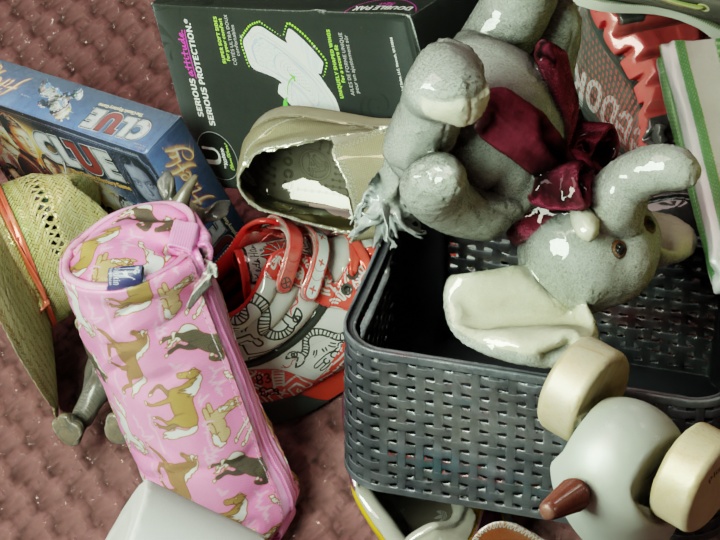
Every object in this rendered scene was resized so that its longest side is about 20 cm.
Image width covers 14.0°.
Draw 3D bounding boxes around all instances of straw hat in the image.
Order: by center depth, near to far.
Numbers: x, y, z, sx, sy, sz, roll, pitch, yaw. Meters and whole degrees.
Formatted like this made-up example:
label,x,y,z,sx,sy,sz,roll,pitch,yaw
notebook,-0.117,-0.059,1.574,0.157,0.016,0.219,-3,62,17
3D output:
label,x,y,z,sx,sy,sz,roll,pitch,yaw
straw hat,-0.187,-0.016,1.752,0.085,0.201,0.201,-25,41,-3

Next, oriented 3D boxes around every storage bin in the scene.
label,x,y,z,sx,sy,sz,roll,pitch,yaw
storage bin,0.099,0.049,1.486,0.200,0.094,0.135,8,37,12

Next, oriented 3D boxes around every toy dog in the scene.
label,x,y,z,sx,sy,sz,roll,pitch,yaw
toy dog,0.112,0.134,1.383,0.132,0.200,0.096,17,40,42

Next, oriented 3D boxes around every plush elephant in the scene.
label,x,y,z,sx,sy,sz,roll,pitch,yaw
plush elephant,0.092,-0.044,1.418,0.155,0.200,0.165,33,44,5

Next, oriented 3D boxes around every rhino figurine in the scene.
label,x,y,z,sx,sy,sz,roll,pitch,yaw
rhino figurine,-0.122,0.016,1.692,0.060,0.200,0.087,28,42,9

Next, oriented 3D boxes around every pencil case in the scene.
label,x,y,z,sx,sy,sz,roll,pitch,yaw
pencil case,-0.097,0.063,1.607,0.083,0.200,0.087,-27,30,-15

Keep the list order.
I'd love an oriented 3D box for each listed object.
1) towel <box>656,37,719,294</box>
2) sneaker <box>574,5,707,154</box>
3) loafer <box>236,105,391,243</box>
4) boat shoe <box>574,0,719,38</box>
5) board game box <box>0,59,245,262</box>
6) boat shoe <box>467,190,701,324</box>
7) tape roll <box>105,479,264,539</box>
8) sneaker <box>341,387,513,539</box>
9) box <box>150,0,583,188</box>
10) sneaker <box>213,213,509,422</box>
label,x,y,z,sx,sy,sz,roll,pitch,yaw
towel,0.261,-0.060,1.500,0.200,0.023,0.153,-4,60,-10
sneaker,0.169,-0.089,1.649,0.071,0.098,0.201,-9,65,-18
loafer,0.018,-0.046,1.602,0.200,0.076,0.068,3,28,27
boat shoe,0.171,-0.172,1.602,0.201,0.060,0.072,20,61,-2
board game box,-0.155,-0.056,1.800,0.200,0.136,0.035,19,58,45
boat shoe,0.107,0.004,1.579,0.200,0.070,0.066,-21,0,26
tape roll,-0.123,0.212,1.499,0.203,0.071,0.202,-62,7,14
sneaker,0.028,0.097,1.566,0.075,0.090,0.200,-34,41,5
box,0.007,-0.125,1.723,0.200,0.125,0.148,7,30,39
sneaker,0.000,0.001,1.660,0.201,0.108,0.067,-31,41,8
